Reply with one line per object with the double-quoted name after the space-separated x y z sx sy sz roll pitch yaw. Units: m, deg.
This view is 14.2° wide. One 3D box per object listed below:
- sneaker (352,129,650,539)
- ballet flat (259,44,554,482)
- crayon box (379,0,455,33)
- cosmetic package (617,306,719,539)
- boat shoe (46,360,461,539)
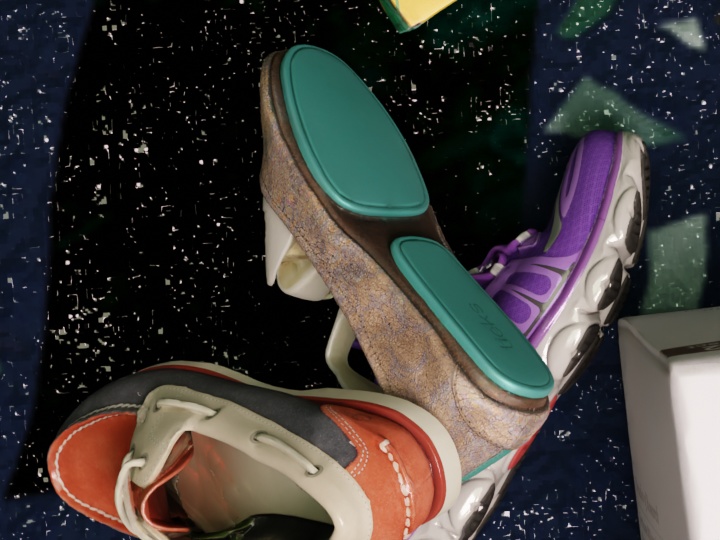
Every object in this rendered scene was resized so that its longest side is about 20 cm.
0.044 0.026 1.115 0.083 0.081 0.200 33 89 9 "sneaker"
0.000 0.000 1.085 0.068 0.200 0.067 10 129 -41 "ballet flat"
0.068 -0.193 1.107 0.200 0.058 0.119 -33 94 1 "crayon box"
0.194 0.112 1.078 0.165 0.165 0.200 -7 94 -2 "cosmetic package"
-0.054 0.077 1.065 0.063 0.200 0.071 -29 110 -41 "boat shoe"
